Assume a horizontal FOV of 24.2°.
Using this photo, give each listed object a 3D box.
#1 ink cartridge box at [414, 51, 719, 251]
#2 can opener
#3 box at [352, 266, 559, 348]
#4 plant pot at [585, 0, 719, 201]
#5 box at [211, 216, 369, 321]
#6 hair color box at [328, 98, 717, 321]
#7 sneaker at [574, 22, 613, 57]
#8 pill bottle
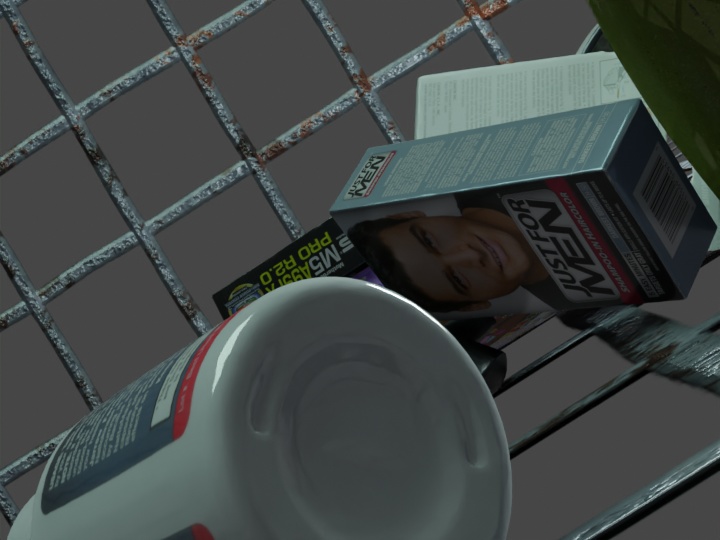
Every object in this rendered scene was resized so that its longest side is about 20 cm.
[{"bbox_3d":[0.132,-0.061,1.093,0.198,0.164,0.057,-5,-28,13],"label":"ink cartridge box"},{"bbox_3d":[0.057,0.064,1.080,0.200,0.078,0.064,-20,-50,-77],"label":"can opener"},{"bbox_3d":[0.107,-0.006,1.194,0.199,0.039,0.137,-32,-33,18],"label":"box"},{"bbox_3d":[0.207,-0.161,0.939,0.187,0.200,0.188,-43,22,22],"label":"plant pot"},{"bbox_3d":[0.000,0.000,1.273,0.160,0.045,0.200,-32,-13,18],"label":"box"},{"bbox_3d":[0.090,-0.029,0.960,0.199,0.099,0.061,-6,41,43],"label":"hair color box"},{"bbox_3d":[0.156,-0.127,1.273,0.202,0.077,0.146,-47,13,-13],"label":"sneaker"},{"bbox_3d":[-0.049,0.090,0.602,0.119,0.120,0.200,-32,1,-40],"label":"pill bottle"}]
